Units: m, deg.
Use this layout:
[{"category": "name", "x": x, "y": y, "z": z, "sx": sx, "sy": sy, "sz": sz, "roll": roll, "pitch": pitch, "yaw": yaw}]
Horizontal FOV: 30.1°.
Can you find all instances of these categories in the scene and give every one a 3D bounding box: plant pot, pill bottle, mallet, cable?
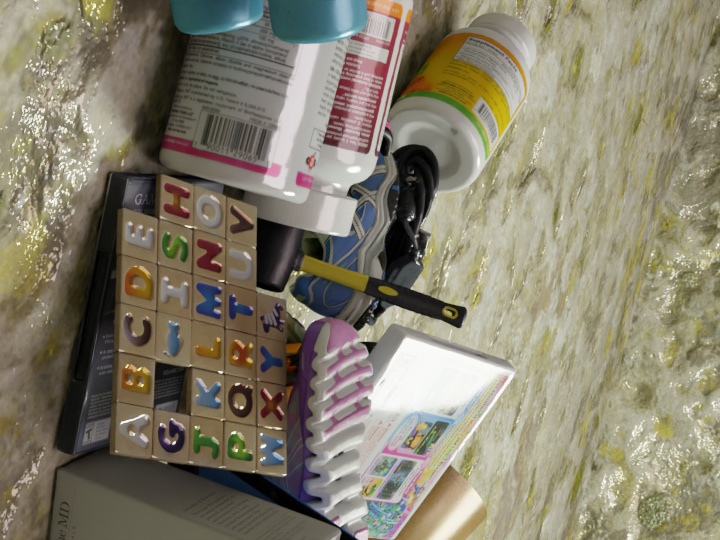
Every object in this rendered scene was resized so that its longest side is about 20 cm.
[{"category": "plant pot", "x": 0.001, "y": 0.276, "z": 1.378, "sx": 0.200, "sy": 0.186, "sz": 0.187, "roll": -52, "pitch": 152, "yaw": -18}, {"category": "pill bottle", "x": -0.031, "y": -0.135, "z": 1.075, "sx": 0.109, "sy": 0.109, "sz": 0.202, "roll": 1, "pitch": 104, "yaw": -68}, {"category": "pill bottle", "x": 0.110, "y": -0.182, "z": 1.392, "sx": 0.200, "sy": 0.110, "sz": 0.112, "roll": -56, "pitch": 152, "yaw": -40}, {"category": "mallet", "x": 0.000, "y": 0.000, "z": 1.158, "sx": 0.041, "sy": 0.198, "sz": 0.066, "roll": 153, "pitch": -52, "yaw": -76}, {"category": "pill bottle", "x": -0.067, "y": -0.158, "z": 0.963, "sx": 0.113, "sy": 0.113, "sz": 0.201, "roll": 12, "pitch": 94, "yaw": -69}, {"category": "cable", "x": 0.022, "y": -0.031, "z": 1.313, "sx": 0.200, "sy": 0.050, "sz": 0.164, "roll": 118, "pitch": -19, "yaw": -50}]

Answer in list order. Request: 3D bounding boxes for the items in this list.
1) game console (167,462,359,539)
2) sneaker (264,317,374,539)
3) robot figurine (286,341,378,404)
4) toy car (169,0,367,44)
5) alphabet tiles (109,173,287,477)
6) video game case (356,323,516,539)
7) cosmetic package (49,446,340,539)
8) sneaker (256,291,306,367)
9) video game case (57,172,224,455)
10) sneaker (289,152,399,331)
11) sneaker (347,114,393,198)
[{"category": "game console", "x": -0.097, "y": 0.244, "z": 1.002, "sx": 0.171, "sy": 0.199, "sz": 0.118, "roll": -56, "pitch": 161, "yaw": -12}, {"category": "sneaker", "x": -0.043, "y": 0.135, "z": 1.042, "sx": 0.080, "sy": 0.088, "sz": 0.202, "roll": -9, "pitch": 104, "yaw": -56}, {"category": "robot figurine", "x": -0.055, "y": 0.114, "z": 1.117, "sx": 0.199, "sy": 0.058, "sz": 0.146, "roll": -3, "pitch": 127, "yaw": -37}, {"category": "toy car", "x": -0.111, "y": -0.211, "z": 0.768, "sx": 0.200, "sy": 0.176, "sz": 0.186, "roll": -31, "pitch": 124, "yaw": -43}, {"category": "alphabet tiles", "x": -0.109, "y": 0.038, "z": 0.950, "sx": 0.167, "sy": 0.008, "sz": 0.202, "roll": 18, "pitch": 66, "yaw": -48}, {"category": "video game case", "x": 0.027, "y": 0.145, "z": 1.150, "sx": 0.182, "sy": 0.024, "sz": 0.201, "roll": 20, "pitch": 109, "yaw": -52}, {"category": "cosmetic package", "x": -0.123, "y": 0.208, "z": 0.958, "sx": 0.071, "sy": 0.199, "sz": 0.102, "roll": -20, "pitch": 123, "yaw": -64}, {"category": "sneaker", "x": -0.087, "y": 0.099, "z": 1.161, "sx": 0.089, "sy": 0.077, "sz": 0.201, "roll": -46, "pitch": 143, "yaw": -31}, {"category": "video game case", "x": -0.160, "y": 0.029, "z": 0.993, "sx": 0.143, "sy": 0.019, "sz": 0.202, "roll": -6, "pitch": 109, "yaw": -68}, {"category": "sneaker", "x": -0.014, "y": -0.046, "z": 1.223, "sx": 0.076, "sy": 0.077, "sz": 0.201, "roll": 129, "pitch": -26, "yaw": -51}, {"category": "sneaker", "x": -0.002, "y": -0.140, "z": 1.179, "sx": 0.077, "sy": 0.083, "sz": 0.201, "roll": 37, "pitch": 71, "yaw": -68}]
